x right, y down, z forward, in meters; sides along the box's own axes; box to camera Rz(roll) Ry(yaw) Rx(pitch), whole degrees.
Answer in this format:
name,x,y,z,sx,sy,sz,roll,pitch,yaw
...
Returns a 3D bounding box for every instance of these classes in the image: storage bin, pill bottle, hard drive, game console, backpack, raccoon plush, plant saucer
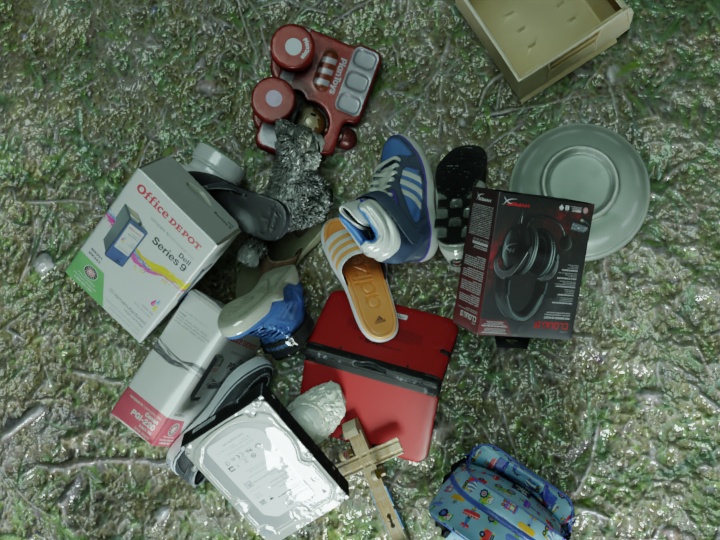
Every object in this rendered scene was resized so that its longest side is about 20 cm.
name,x,y,z,sx,sy,sz,roll,pitch,yaw
storage bin,0.260,-0.386,1.236,0.197,0.094,0.202,-32,73,4
pill bottle,-0.256,-0.082,1.270,0.111,0.112,0.202,30,85,16
hard drive,-0.124,0.261,1.132,0.138,0.038,0.201,-32,113,12
game console,0.025,0.145,1.212,0.196,0.120,0.174,14,50,14
backpack,0.175,0.304,1.052,0.181,0.200,0.136,33,86,17
raccoon plush,-0.110,-0.112,1.197,0.095,0.135,0.202,14,58,25
plant saucer,0.305,-0.116,1.192,0.196,0.050,0.204,-3,78,12

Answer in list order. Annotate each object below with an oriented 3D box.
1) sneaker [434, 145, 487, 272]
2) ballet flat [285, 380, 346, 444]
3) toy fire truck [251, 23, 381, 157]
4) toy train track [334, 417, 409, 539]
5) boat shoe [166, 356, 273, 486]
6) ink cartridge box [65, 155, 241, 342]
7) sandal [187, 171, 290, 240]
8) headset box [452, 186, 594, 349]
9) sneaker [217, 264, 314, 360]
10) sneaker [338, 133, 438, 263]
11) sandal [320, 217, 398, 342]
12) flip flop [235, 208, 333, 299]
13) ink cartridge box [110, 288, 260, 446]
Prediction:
name,x,y,z,sx,sy,sz,roll,pitch,yaw
sneaker,0.142,-0.088,1.214,0.073,0.089,0.203,3,54,17
ballet flat,-0.100,0.230,1.174,0.199,0.072,0.072,-38,73,17
toy fire truck,-0.070,-0.260,1.280,0.165,0.112,0.203,19,83,-4
toy train track,0.020,0.300,1.158,0.114,0.032,0.203,-28,81,25
boat shoe,-0.181,0.210,1.190,0.067,0.072,0.200,28,64,33
ink cartridge box,-0.278,-0.029,1.145,0.145,0.088,0.200,44,113,-2
sandal,-0.193,-0.092,1.173,0.196,0.043,0.078,11,96,15
headset box,0.210,0.001,1.117,0.146,0.077,0.204,5,98,-22
sneaker,-0.120,0.076,1.148,0.075,0.200,0.113,-13,105,18
sneaker,0.030,-0.108,1.188,0.080,0.145,0.204,-28,66,44
sandal,0.008,-0.002,1.201,0.078,0.060,0.209,-15,61,-18
flip flop,-0.116,-0.026,1.256,0.081,0.058,0.201,40,87,15
ink cartridge box,-0.235,0.142,1.200,0.084,0.146,0.202,30,86,18
